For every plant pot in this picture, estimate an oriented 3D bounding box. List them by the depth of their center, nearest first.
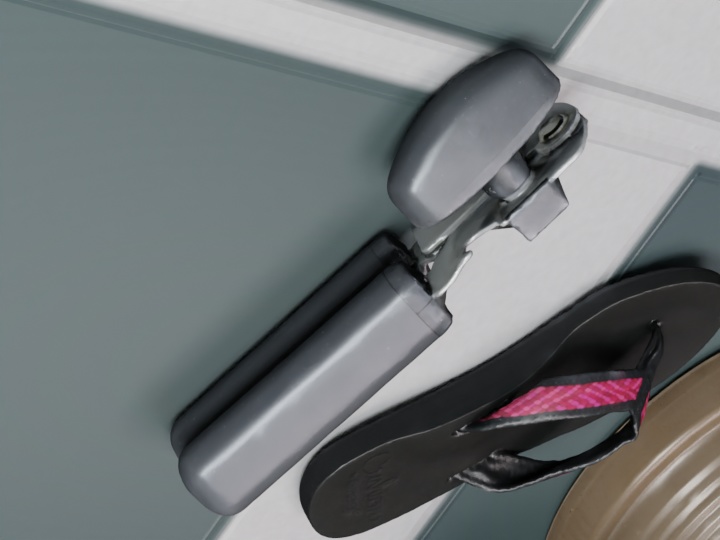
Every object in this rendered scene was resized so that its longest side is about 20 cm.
[{"bbox_3d":[0.187,0.126,1.277,0.200,0.093,0.202,-22,141,-19],"label":"plant pot"}]

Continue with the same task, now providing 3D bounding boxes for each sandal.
[{"bbox_3d":[0.071,0.063,1.146,0.199,0.045,0.075,-27,143,-14],"label":"sandal"}]

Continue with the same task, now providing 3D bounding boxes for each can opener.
[{"bbox_3d":[0.000,0.000,1.028,0.200,0.053,0.067,-42,112,6],"label":"can opener"}]
